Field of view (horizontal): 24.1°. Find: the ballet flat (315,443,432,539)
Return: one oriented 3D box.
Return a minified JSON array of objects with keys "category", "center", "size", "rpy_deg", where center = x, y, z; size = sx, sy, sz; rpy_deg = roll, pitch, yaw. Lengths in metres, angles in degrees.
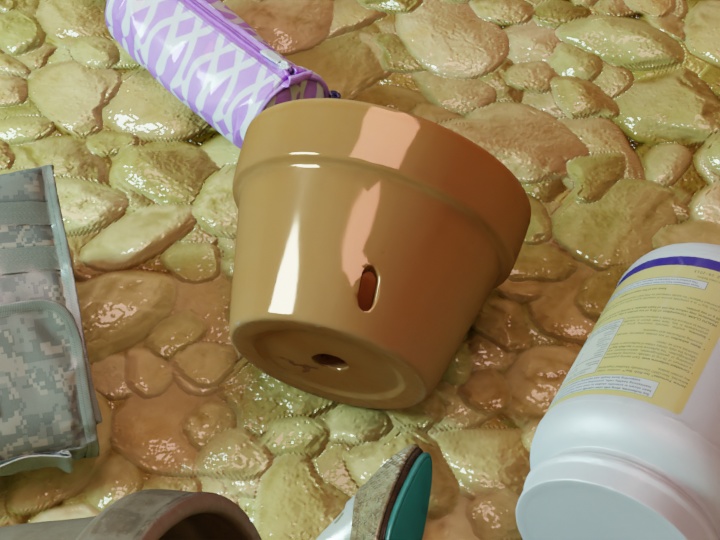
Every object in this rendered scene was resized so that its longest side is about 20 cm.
[{"category":"ballet flat","center":[-0.003,0.187,1.014],"size":[0.065,0.071,0.201],"rpy_deg":[-1,45,17]}]

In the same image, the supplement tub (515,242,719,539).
[{"category":"supplement tub","center":[0.192,0.097,1.039],"size":[0.145,0.146,0.200],"rpy_deg":[23,53,17]}]

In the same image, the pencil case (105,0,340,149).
[{"category":"pencil case","center":[-0.112,-0.164,1.293],"size":[0.084,0.086,0.200],"rpy_deg":[-35,58,-29]}]

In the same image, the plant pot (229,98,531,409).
[{"category":"plant pot","center":[0.000,0.000,1.101],"size":[0.199,0.200,0.141],"rpy_deg":[13,67,9]}]

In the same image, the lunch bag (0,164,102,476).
[{"category":"lunch bag","center":[-0.261,0.046,1.095],"size":[0.163,0.118,0.201],"rpy_deg":[-9,57,-12]}]

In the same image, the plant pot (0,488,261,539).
[{"category":"plant pot","center":[-0.165,0.212,0.923],"size":[0.173,0.201,0.201],"rpy_deg":[5,48,25]}]
